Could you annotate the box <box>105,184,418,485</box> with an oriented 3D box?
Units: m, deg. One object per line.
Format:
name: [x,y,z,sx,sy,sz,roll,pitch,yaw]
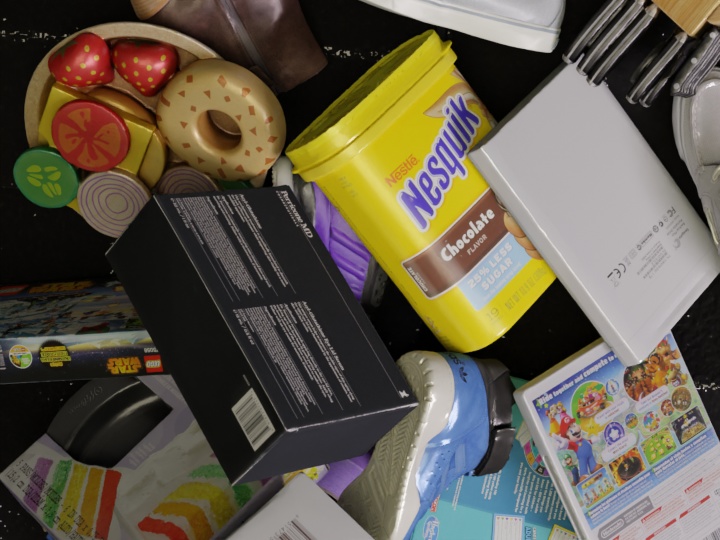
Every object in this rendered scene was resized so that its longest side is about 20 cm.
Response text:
box: [-0.071,0.042,1.372,0.079,0.141,0.200,-47,65,37]

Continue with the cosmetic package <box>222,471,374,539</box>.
cosmetic package: [-0.064,0.248,1.414,0.081,0.113,0.200,43,149,16]

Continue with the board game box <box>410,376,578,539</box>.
board game box: [0.149,0.170,1.502,0.199,0.047,0.151,15,81,0]

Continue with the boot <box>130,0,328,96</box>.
boot: [-0.069,-0.224,1.437,0.200,0.072,0.166,-32,113,12]

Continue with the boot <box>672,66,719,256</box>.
boot: [0.288,-0.056,1.415,0.073,0.096,0.200,-20,95,0]

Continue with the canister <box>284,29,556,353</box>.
canister: [0.060,-0.056,1.429,0.149,0.087,0.200,-45,104,-29]

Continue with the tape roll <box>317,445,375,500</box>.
tape roll: [-0.058,0.219,1.556,0.200,0.066,0.201,1,107,4]

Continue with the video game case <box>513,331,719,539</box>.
video game case: [0.211,0.148,1.451,0.143,0.018,0.200,-29,99,-26]

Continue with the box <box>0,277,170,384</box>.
box: [-0.213,0.044,1.463,0.199,0.137,0.040,-4,108,18]

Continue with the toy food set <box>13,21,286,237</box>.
toy food set: [-0.162,-0.095,1.456,0.200,0.049,0.198,23,126,-3]

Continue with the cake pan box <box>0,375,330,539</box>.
cake pan box: [-0.152,0.153,1.459,0.184,0.200,0.052,-41,140,-15]

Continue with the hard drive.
hard drive: [0.180,-0.047,1.433,0.200,0.132,0.027,53,148,-11]

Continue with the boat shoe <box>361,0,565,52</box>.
boat shoe: [0.058,-0.217,1.412,0.200,0.070,0.072,14,98,-13]

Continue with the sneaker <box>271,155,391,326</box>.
sneaker: [0.000,0.000,1.484,0.099,0.070,0.201,-12,106,6]

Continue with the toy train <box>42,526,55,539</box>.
toy train: [-0.169,0.242,1.524,0.200,0.034,0.046,34,119,-6]

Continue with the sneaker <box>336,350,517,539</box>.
sneaker: [0.055,0.153,1.439,0.111,0.077,0.200,5,111,-37]

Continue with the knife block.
knife block: [0.233,-0.222,1.394,0.175,0.064,0.201,-2,92,20]
